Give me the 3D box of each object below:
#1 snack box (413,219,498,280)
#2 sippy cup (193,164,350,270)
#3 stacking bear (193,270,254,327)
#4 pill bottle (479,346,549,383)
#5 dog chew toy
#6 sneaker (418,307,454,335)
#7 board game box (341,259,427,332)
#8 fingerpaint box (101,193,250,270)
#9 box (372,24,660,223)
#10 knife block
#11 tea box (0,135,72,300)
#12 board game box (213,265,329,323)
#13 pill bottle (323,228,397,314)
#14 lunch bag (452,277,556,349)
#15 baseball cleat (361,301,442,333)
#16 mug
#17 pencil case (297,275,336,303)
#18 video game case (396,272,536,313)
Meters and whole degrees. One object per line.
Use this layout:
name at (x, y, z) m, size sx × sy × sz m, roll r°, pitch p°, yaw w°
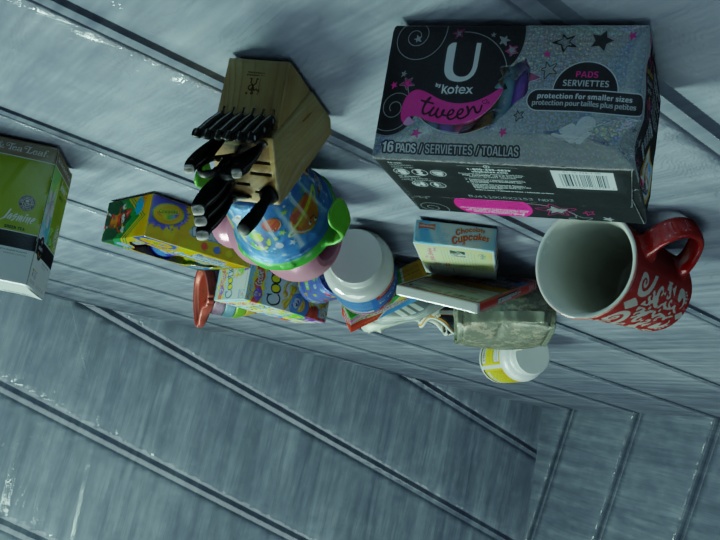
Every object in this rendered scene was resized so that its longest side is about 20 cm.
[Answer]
snack box at (0.145, -0.027, 1.407) m, size 0.114 × 0.038 × 0.200 m, roll 7°, pitch 169°, yaw 10°
sippy cup at (-0.106, -0.087, 1.120) m, size 0.175 × 0.141 × 0.131 m, roll -17°, pitch 153°, yaw 9°
stacking bear at (-0.242, 0.050, 1.999) m, size 0.197 × 0.115 × 0.122 m, roll 3°, pitch 143°, yaw -24°
pill bottle at (0.356, 0.200, 2.190) m, size 0.111 × 0.114 × 0.200 m, roll 12°, pitch 170°, yaw -12°
dog chew toy at (-0.124, -0.058, 1.305) m, size 0.198 × 0.126 × 0.124 m, roll 14°, pitch 173°, yaw 30°
sneaker at (0.205, 0.095, 1.886) m, size 0.197 × 0.081 × 0.078 m, roll 9°, pitch 169°, yaw -4°
board game box at (0.040, 0.048, 1.683) m, size 0.151 × 0.041 × 0.200 m, roll -26°, pitch 171°, yaw -4°
fingerpaint box at (-0.300, -0.057, 1.580) m, size 0.198 × 0.075 × 0.166 m, roll 18°, pitch 167°, yaw -38°
box at (0.127, -0.116, 0.752) m, size 0.197 × 0.117 × 0.132 m, roll 5°, pitch 167°, yaw 22°
knife block at (-0.095, -0.097, 0.893) m, size 0.063 × 0.178 × 0.200 m, roll 8°, pitch 170°, yaw 15°
tea box at (-0.527, -0.082, 1.329) m, size 0.197 × 0.200 × 0.134 m, roll 12°, pitch 169°, yaw -7°
board game box at (-0.162, 0.029, 1.813) m, size 0.198 × 0.107 × 0.102 m, roll 18°, pitch 166°, yaw -41°
pill bottle at (0.000, 0.000, 1.486) m, size 0.110 × 0.114 × 0.200 m, roll 9°, pitch 171°, yaw 7°
lunch bag at (0.236, 0.071, 1.588) m, size 0.161 × 0.120 × 0.200 m, roll 1°, pitch 175°, yaw 3°
baseball cleat at (0.074, 0.055, 1.823) m, size 0.198 × 0.107 × 0.070 m, roll -21°, pitch -163°, yaw 18°
mug at (0.341, 0.010, 1.179) m, size 0.176 × 0.136 × 0.199 m, roll 3°, pitch 171°, yaw 41°
pencil case at (-0.059, 0.011, 1.696) m, size 0.077 × 0.088 × 0.200 m, roll -12°, pitch 177°, yaw -15°
video game case at (0.165, 0.026, 1.471) m, size 0.141 × 0.018 × 0.199 m, roll 13°, pitch -164°, yaw 33°
